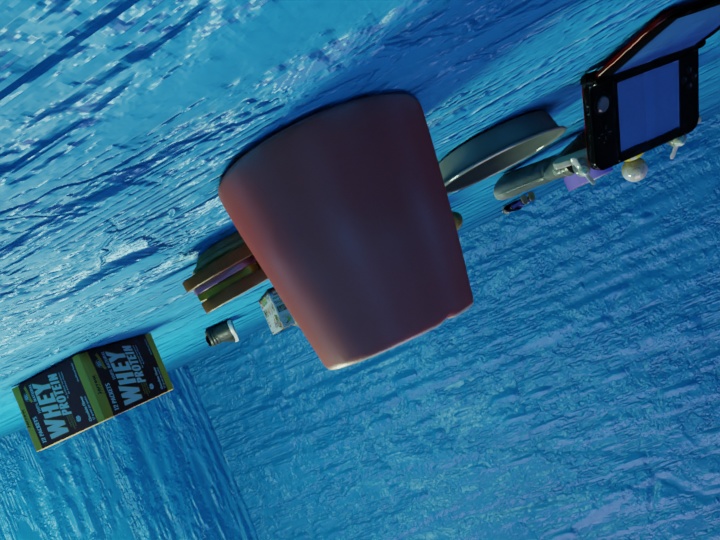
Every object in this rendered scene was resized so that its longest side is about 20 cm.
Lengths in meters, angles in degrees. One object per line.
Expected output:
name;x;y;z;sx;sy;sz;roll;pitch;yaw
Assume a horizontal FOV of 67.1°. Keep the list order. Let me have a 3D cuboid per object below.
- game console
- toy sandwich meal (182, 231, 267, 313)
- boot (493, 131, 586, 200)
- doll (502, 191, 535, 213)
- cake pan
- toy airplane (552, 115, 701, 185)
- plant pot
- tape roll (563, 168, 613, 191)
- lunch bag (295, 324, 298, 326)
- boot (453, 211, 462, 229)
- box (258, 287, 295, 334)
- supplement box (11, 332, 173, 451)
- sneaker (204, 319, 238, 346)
game console;0.374;-0.223;0.638;0.198;0.174;0.119;-23;-157;-19
toy sandwich meal;-0.124;-0.010;0.698;0.203;0.071;0.205;-24;177;-2
boot;0.414;-0.226;1.199;0.181;0.073;0.200;-29;180;-29
doll;0.681;-0.286;2.363;0.135;0.049;0.200;-22;176;-19
cake pan;0.195;-0.170;0.785;0.199;0.037;0.200;-24;176;-2
toy airplane;0.493;-0.234;1.015;0.198;0.143;0.200;-18;-179;-28
plant pot;-0.001;-0.023;0.475;0.199;0.179;0.200;-23;177;-1
tape roll;0.998;-0.422;2.385;0.199;0.066;0.200;-25;176;-2
lunch bag;-0.183;0.124;1.896;0.166;0.141;0.200;-4;167;-27
boot;0.183;-0.107;1.468;0.198;0.074;0.075;-23;167;7
box;-0.234;0.113;1.496;0.034;0.111;0.200;-23;177;-20
supplement box;-0.539;0.242;1.109;0.196;0.134;0.200;-25;177;19
sneaker;-0.461;0.212;1.794;0.098;0.071;0.200;-22;170;-13
